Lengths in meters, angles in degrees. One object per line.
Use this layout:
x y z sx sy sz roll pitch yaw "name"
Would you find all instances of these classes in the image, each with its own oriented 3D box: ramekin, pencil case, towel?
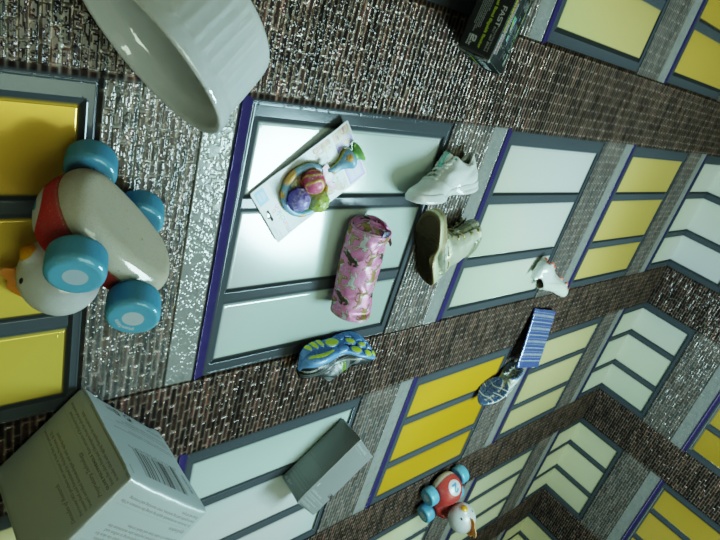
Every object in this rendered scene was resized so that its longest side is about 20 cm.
-0.188 -0.254 0.599 0.098 0.199 0.202 -48 142 -16 "ramekin"
0.000 0.000 1.078 0.083 0.085 0.203 -48 157 -61 "pencil case"
0.565 0.221 1.850 0.143 0.024 0.204 7 101 -46 "towel"

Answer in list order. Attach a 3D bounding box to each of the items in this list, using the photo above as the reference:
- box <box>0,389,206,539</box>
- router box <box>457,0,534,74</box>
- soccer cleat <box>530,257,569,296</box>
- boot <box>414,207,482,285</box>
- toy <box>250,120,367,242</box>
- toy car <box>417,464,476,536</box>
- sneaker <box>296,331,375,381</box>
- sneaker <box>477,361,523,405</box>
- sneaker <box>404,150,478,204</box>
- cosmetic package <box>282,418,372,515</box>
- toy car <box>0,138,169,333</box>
-0.382 0.332 0.852 0.171 0.199 0.200 -45 142 -11 "box"
0.241 -0.442 0.948 0.203 0.061 0.150 -67 166 17 "router box"
0.555 0.033 1.686 0.078 0.069 0.199 -47 135 3 "soccer cleat"
0.194 -0.077 1.222 0.153 0.072 0.202 -32 143 -23 "boot"
-0.070 -0.136 0.926 0.199 0.047 0.116 -42 139 -14 "toy"
0.328 0.804 1.931 0.182 0.199 0.180 -20 133 -34 "toy car"
-0.052 0.181 1.185 0.197 0.071 0.083 -5 137 -42 "sneaker"
0.454 0.384 1.847 0.198 0.077 0.086 -30 141 -25 "sneaker"
0.158 -0.185 1.115 0.198 0.074 0.090 -23 122 -40 "sneaker"
-0.076 0.466 1.360 0.199 0.090 0.107 -40 138 -10 "cosmetic package"
-0.351 -0.013 0.677 0.197 0.187 0.178 -22 141 9 "toy car"
